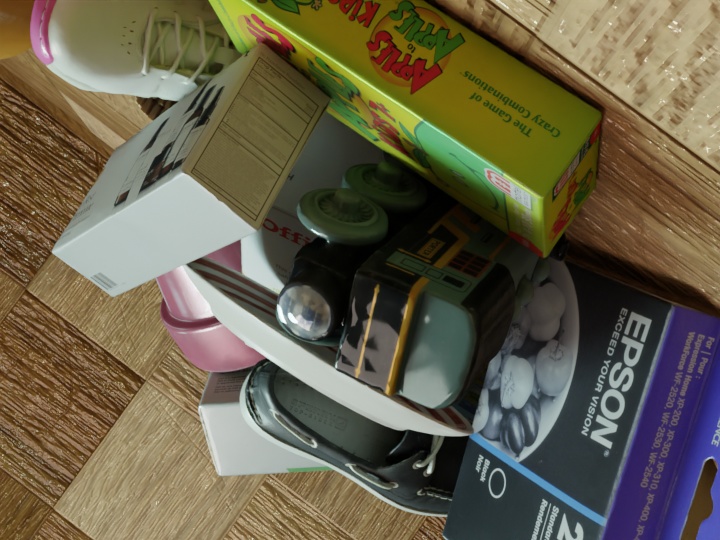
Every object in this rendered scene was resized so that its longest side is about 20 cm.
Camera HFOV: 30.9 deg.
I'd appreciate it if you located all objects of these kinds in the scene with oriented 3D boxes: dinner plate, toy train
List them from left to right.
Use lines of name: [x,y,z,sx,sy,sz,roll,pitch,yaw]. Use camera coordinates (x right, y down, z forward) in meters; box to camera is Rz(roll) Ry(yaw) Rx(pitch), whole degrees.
dinner plate: [-0.024,0.047,0.746,0.199,0.024,0.200,32,180,0]
toy train: [0.036,-0.005,0.672,0.113,0.086,0.200,24,-151,16]

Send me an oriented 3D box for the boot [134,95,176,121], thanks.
boot: [-0.131,-0.143,0.999,0.200,0.075,0.107,43,-178,40]

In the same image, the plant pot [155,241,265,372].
plant pot: [-0.116,-0.042,1.153,0.180,0.200,0.200,57,165,-26]

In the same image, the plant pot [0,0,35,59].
plant pot: [-0.285,-0.216,0.840,0.199,0.202,0.183,34,-171,19]

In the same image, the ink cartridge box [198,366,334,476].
ink cartridge box: [-0.053,0.088,1.198,0.201,0.144,0.085,-77,-21,-55]

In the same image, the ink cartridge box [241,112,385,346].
ink cartridge box: [0.000,0.000,0.861,0.143,0.085,0.201,25,152,9]

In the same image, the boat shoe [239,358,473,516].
boat shoe: [0.019,0.109,0.843,0.198,0.077,0.060,17,162,-13]

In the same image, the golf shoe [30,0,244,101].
golf shoe: [-0.087,-0.125,0.715,0.091,0.076,0.199,18,-168,34]

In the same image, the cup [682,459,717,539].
cup: [0.166,0.175,1.022,0.200,0.201,0.143,30,173,47]

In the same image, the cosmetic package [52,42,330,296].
cosmetic package: [-0.097,-0.047,0.693,0.050,0.083,0.199,38,153,-19]

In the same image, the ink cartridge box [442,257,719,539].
ink cartridge box: [0.136,0.105,0.752,0.043,0.201,0.199,11,-172,-32]

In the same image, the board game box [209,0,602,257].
board game box: [0.018,-0.091,0.620,0.199,0.048,0.102,35,174,15]

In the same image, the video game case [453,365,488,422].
video game case: [0.085,0.088,0.958,0.199,0.182,0.023,31,142,18]
